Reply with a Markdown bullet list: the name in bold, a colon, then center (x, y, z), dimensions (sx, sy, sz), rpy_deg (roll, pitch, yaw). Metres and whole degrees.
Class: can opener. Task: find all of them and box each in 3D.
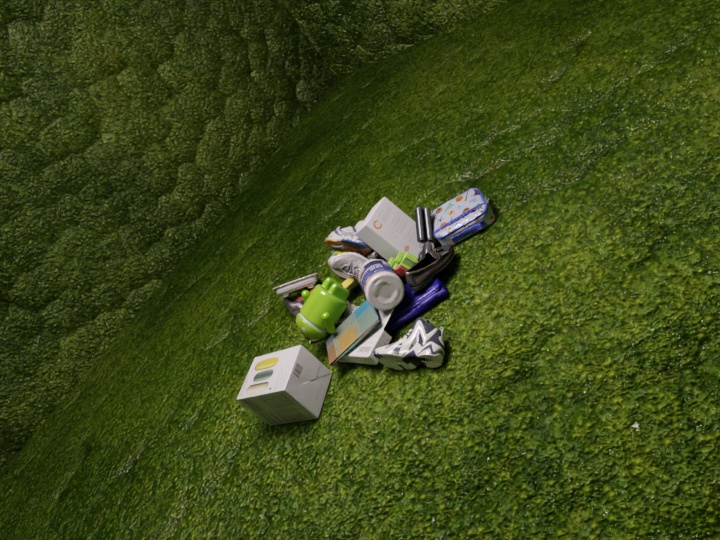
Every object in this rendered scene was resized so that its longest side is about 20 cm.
- **can opener**: center (0.204, -0.107, 1.603), dimensions (0.067, 0.052, 0.201), rpy_deg (126, 142, -64)

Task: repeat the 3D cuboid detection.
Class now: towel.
- **towel**: center (-0.023, 0.176, 1.518), dimensions (0.200, 0.022, 0.147), rpy_deg (-44, 24, 13)
- **towel**: center (0.151, 0.074, 1.519), dimensions (0.199, 0.050, 0.148), rpy_deg (-35, 31, 13)

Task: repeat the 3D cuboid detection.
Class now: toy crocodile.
- **toy crocodile**: center (0.122, -0.009, 1.580), dimensions (0.062, 0.067, 0.200), rpy_deg (-62, 8, -19)

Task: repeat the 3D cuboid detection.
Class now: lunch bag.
- **lunch bag**: center (0.316, -0.164, 1.616), dimensions (0.199, 0.076, 0.161), rpy_deg (-31, 33, 20)

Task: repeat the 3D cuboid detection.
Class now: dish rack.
- **dish rack**: center (-0.228, 0.060, 1.893), dimensions (0.171, 0.044, 0.200), rpy_deg (-20, -2, -6)

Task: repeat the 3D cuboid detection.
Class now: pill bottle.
- **pill bottle**: center (-0.021, -0.078, 1.863), dimensions (0.112, 0.113, 0.201), rpy_deg (-2, 49, 49)
- **pill bottle**: center (0.054, 0.032, 1.520), dimensions (0.111, 0.111, 0.200), rpy_deg (-39, 18, 4)

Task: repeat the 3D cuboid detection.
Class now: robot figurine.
- **robot figurine**: center (-0.119, 0.125, 1.595), dimensions (0.201, 0.115, 0.175), rpy_deg (-56, 42, 4)

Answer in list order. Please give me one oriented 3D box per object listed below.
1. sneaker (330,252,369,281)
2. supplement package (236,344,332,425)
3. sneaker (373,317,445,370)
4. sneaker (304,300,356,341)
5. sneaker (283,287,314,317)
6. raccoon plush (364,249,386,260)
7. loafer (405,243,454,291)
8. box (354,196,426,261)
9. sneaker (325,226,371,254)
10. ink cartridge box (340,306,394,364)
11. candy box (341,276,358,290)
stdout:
- **sneaker**: center (0.000, 0.000, 1.669), dimensions (0.082, 0.199, 0.075), rpy_deg (-82, 5, -48)
- **supplement package**: center (-0.218, 0.336, 1.508), dimensions (0.199, 0.151, 0.152), rpy_deg (-19, 37, 34)
- **sneaker**: center (0.136, 0.185, 1.361), dimensions (0.198, 0.080, 0.130), rpy_deg (-14, 38, 40)
- **sneaker**: center (-0.111, 0.154, 1.697), dimensions (0.200, 0.080, 0.074), rpy_deg (-37, 31, 12)
- **sneaker**: center (-0.198, 0.111, 1.877), dimensions (0.112, 0.078, 0.200), rpy_deg (-38, 23, -22)
- **raccoon plush**: center (0.106, -0.087, 1.733), dimensions (0.199, 0.097, 0.134), rpy_deg (-30, 29, 21)
- **loafer**: center (0.201, -0.023, 1.493), dimensions (0.072, 0.063, 0.200), rpy_deg (2, 38, 50)
- **box**: center (0.104, -0.113, 1.650), dimensions (0.125, 0.200, 0.097), rpy_deg (-56, 10, -26)
- **sneaker**: center (-0.031, -0.112, 1.757), dimensions (0.199, 0.075, 0.088), rpy_deg (14, 58, 41)
- **ink cartridge box**: center (0.016, 0.185, 1.515), dimensions (0.199, 0.045, 0.177), rpy_deg (-8, 44, 54)
- **candy box**: center (-0.091, 0.096, 1.745), dimensions (0.200, 0.026, 0.102), rpy_deg (-43, -9, -1)
